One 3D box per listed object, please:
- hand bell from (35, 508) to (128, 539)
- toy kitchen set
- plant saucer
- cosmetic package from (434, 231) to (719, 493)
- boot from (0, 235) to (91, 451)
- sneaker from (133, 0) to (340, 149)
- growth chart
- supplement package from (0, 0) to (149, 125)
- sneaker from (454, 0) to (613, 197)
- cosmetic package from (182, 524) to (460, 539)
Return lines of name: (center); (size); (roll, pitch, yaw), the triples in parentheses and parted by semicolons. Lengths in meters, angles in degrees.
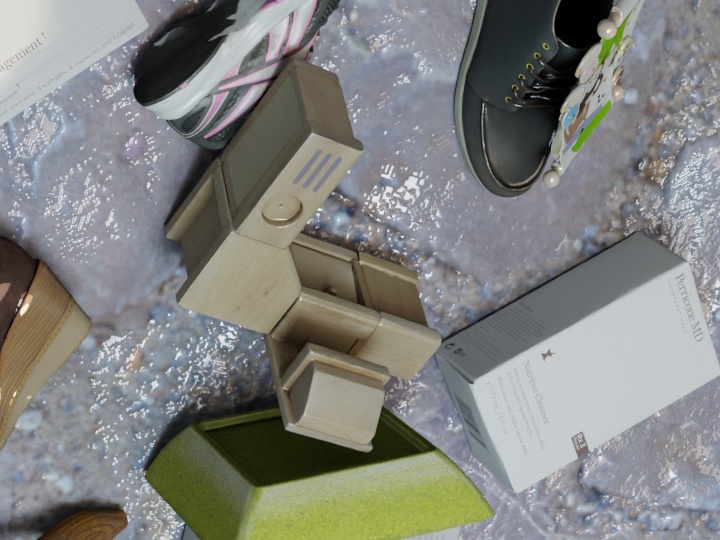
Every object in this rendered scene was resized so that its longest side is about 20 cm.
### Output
hand bell: (-0.242, 0.208, 1.570); (0.199, 0.104, 0.105); (-19, 119, -43)
toy kitchen set: (0.000, 0.000, 1.529); (0.199, 0.164, 0.181); (19, 127, -30)
plant saucer: (-0.034, 0.140, 1.584); (0.199, 0.200, 0.048); (-10, 109, -22)
cosmetic package: (0.170, 0.070, 1.721); (0.199, 0.081, 0.113); (-29, 118, -11)
boot: (-0.301, 0.054, 1.514); (0.166, 0.072, 0.200); (38, 92, -20)
sneaker: (-0.062, -0.164, 1.533); (0.200, 0.080, 0.086); (-39, 133, 2)
growth chart: (0.175, -0.145, 1.579); (0.145, 0.018, 0.200); (-53, 168, -33)
supplement package: (-0.273, -0.197, 1.367); (0.191, 0.147, 0.201); (-36, 122, -9)
sneaker: (0.125, -0.138, 1.602); (0.074, 0.106, 0.201); (-6, 112, -23)
cosmetic package: (-0.032, 0.212, 1.687); (0.199, 0.071, 0.102); (5, 109, -27)
